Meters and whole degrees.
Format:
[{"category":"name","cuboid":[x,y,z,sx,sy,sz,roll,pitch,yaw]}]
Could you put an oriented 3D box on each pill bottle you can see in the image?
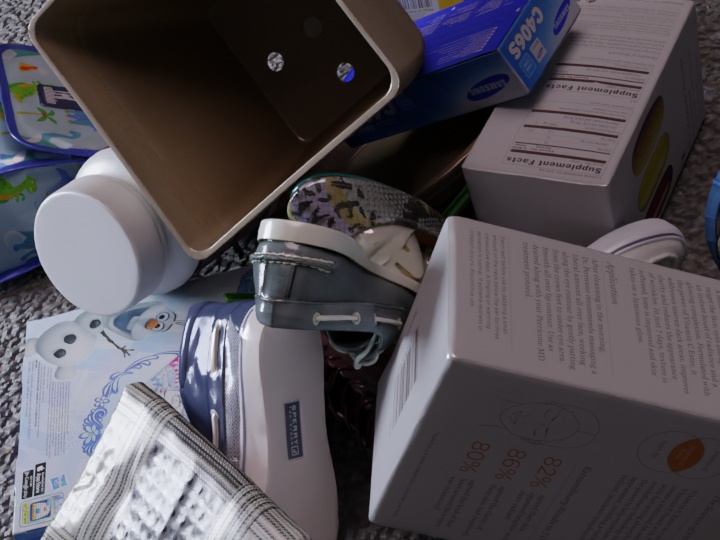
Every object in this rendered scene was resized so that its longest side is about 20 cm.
[{"category":"pill bottle","cuboid":[-0.144,-0.053,1.036,0.113,0.115,0.200,10,30,27]}]

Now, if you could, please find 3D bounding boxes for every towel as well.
[{"category":"towel","cuboid":[-0.137,0.191,0.824,0.192,0.034,0.201,35,96,41]}]

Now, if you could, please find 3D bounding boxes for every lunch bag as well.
[{"category":"lunch bag","cuboid":[-0.279,-0.098,1.160,0.198,0.128,0.171,-21,43,-3]}]

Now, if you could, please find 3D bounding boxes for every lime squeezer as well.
[{"category":"lime squeezer","cuboid":[0.000,0.000,0.996,0.199,0.071,0.038,-25,29,-10]}]

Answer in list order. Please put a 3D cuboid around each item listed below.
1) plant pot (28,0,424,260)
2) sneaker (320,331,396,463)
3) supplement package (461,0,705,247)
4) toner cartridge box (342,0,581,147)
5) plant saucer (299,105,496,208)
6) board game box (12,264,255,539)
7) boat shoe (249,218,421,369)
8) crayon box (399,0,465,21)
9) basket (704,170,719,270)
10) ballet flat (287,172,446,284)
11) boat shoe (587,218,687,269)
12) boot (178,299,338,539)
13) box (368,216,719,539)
[{"category":"plant pot","cuboid":[-0.067,-0.159,0.963,0.199,0.201,0.177,-38,-2,27]},{"category":"sneaker","cuboid":[-0.016,0.085,0.899,0.114,0.076,0.201,6,31,-15]},{"category":"supplement package","cuboid":[0.169,-0.096,1.013,0.109,0.114,0.201,10,51,28]},{"category":"toner cartridge box","cuboid":[0.064,-0.156,1.042,0.199,0.043,0.095,-11,39,50]},{"category":"plant saucer","cuboid":[0.036,-0.093,1.073,0.199,0.030,0.201,-30,27,17]},{"category":"board game box","cuboid":[-0.141,0.095,0.979,0.197,0.044,0.201,-15,43,4]},{"category":"boat shoe","cuboid":[-0.011,0.024,0.821,0.072,0.200,0.062,6,77,22]},{"category":"crayon box","cuboid":[0.129,-0.212,1.140,0.198,0.119,0.059,-5,45,14]},{"category":"basket","cuboid":[0.285,-0.050,0.882,0.138,0.177,0.201,-16,54,8]},{"category":"ballet flat","cuboid":[0.038,-0.005,0.926,0.072,0.199,0.073,-23,56,40]},{"category":"boat shoe","cuboid":[0.150,0.048,0.904,0.201,0.075,0.086,-34,45,-12]},{"category":"boot","cuboid":[-0.068,0.117,0.868,0.072,0.202,0.090,2,-1,-43]},{"category":"box","cuboid":[0.120,0.078,0.776,0.198,0.153,0.107,13,44,-9]}]
